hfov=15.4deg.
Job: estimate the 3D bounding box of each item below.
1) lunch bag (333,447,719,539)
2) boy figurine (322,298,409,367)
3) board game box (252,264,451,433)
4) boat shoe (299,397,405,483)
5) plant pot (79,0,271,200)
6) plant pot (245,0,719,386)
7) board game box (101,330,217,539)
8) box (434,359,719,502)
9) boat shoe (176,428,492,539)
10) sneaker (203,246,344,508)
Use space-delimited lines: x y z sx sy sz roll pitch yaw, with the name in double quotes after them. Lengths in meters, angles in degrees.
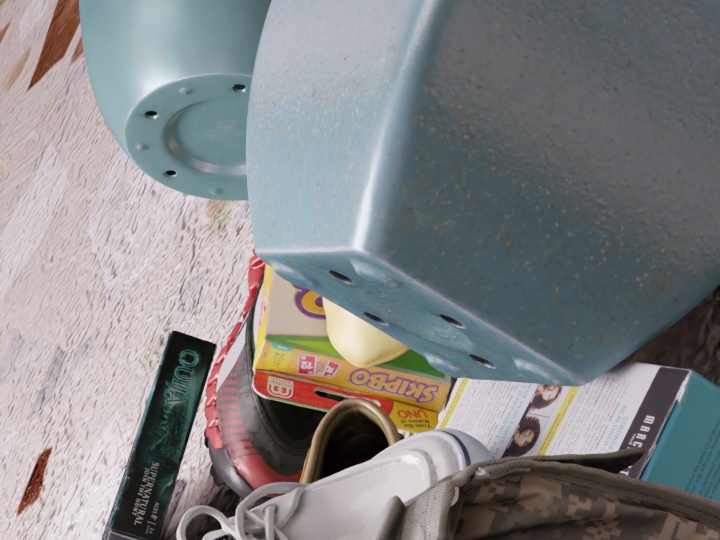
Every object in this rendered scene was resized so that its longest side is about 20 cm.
0.059 0.136 0.877 0.164 0.200 0.118 -36 31 49 "lunch bag"
0.005 -0.049 1.308 0.064 0.124 0.201 -19 51 24 "boy figurine"
0.000 0.000 1.352 0.200 0.095 0.030 -85 11 -47 "board game box"
-0.004 0.134 1.186 0.074 0.067 0.200 -13 33 6 "boat shoe"
-0.076 -0.141 1.602 0.200 0.200 0.162 -39 40 44 "plant pot"
0.062 -0.065 1.093 0.201 0.195 0.196 -63 22 -12 "plant pot"
-0.125 0.144 1.448 0.200 0.028 0.136 113 174 -50 "board game box"
0.089 0.080 1.098 0.083 0.049 0.200 -62 20 -8 "box"
-0.038 0.125 1.105 0.202 0.086 0.075 -37 48 25 "boat shoe"
-0.027 0.035 1.402 0.098 0.071 0.201 -41 26 46 "sneaker"
